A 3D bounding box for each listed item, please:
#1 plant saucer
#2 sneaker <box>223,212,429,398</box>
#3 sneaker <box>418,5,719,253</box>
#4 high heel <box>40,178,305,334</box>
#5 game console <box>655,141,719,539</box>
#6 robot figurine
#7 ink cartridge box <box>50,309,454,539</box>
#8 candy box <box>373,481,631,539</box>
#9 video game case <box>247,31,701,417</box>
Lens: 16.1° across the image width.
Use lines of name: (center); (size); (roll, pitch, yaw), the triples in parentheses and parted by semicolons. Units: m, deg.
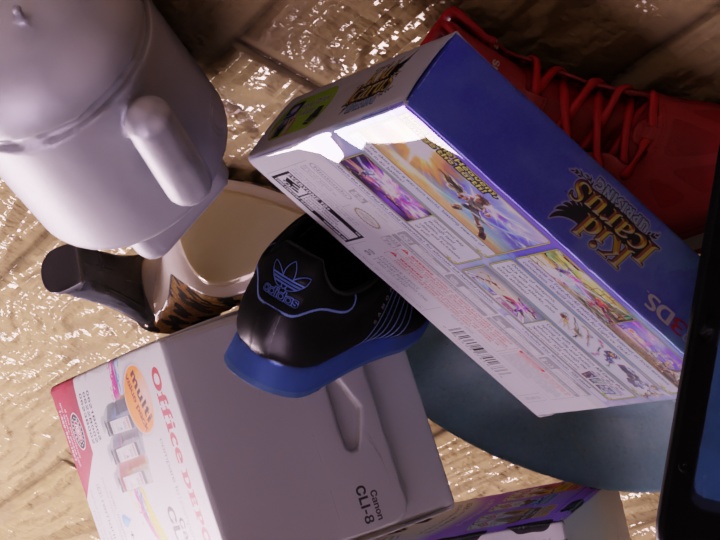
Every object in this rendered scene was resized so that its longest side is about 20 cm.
plant saucer: (0.111, 0.064, 1.455); (0.200, 0.039, 0.201); (18, 155, 9)
sneaker: (0.000, 0.000, 1.302); (0.070, 0.200, 0.078); (29, 116, 13)
sneaker: (0.091, -0.064, 1.157); (0.200, 0.079, 0.115); (-3, 148, 41)
high heel: (-0.065, -0.005, 1.464); (0.199, 0.072, 0.142); (-9, 166, 29)
game console: (0.240, 0.045, 1.075); (0.175, 0.201, 0.116); (5, 169, 33)
robot figurine: (-0.140, -0.088, 1.256); (0.169, 0.113, 0.200); (29, 164, 36)
ink cartridge box: (-0.066, 0.100, 1.469); (0.144, 0.146, 0.200); (-17, 177, -27)
candy box: (0.053, 0.186, 1.543); (0.199, 0.072, 0.168); (-12, -179, 18)
video game case: (0.064, -0.015, 1.161); (0.200, 0.045, 0.181); (41, 161, -15)
